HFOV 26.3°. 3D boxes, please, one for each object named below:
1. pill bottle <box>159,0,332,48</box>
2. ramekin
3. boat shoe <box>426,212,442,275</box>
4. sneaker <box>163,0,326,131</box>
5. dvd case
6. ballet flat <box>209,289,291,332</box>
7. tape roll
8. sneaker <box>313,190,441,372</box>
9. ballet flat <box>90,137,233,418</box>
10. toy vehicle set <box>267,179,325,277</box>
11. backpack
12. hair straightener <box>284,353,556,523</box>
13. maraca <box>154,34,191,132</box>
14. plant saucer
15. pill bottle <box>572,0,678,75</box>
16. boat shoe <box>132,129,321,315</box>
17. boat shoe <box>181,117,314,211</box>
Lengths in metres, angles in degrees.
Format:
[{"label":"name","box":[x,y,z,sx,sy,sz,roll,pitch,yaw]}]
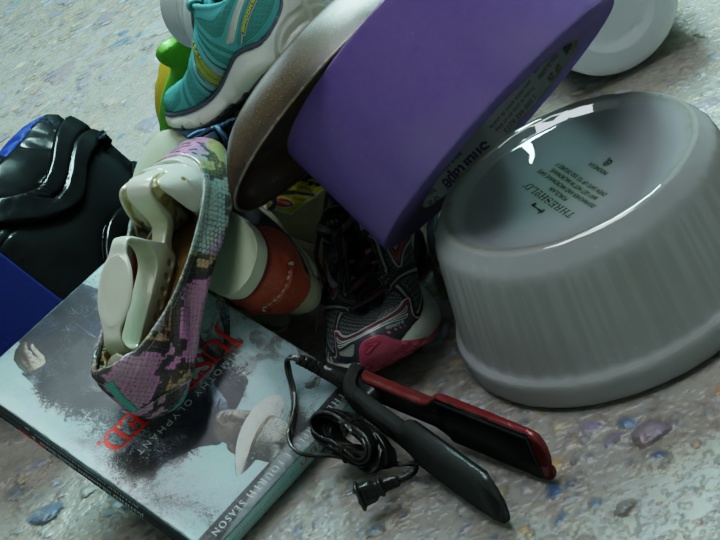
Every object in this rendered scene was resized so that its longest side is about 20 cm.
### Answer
[{"label":"pill bottle","box":[-0.060,-0.189,1.125,0.111,0.111,0.199,-42,38,-24]},{"label":"ramekin","box":[0.135,-0.021,0.887,0.201,0.095,0.203,-22,28,12]},{"label":"boat shoe","box":[0.076,-0.070,1.060,0.072,0.062,0.201,-13,32,21]},{"label":"sneaker","box":[-0.079,-0.148,1.000,0.077,0.080,0.200,-29,-1,-32]},{"label":"dvd case","box":[-0.118,0.075,0.939,0.199,0.022,0.146,31,57,24]},{"label":"ballet flat","box":[-0.084,0.037,1.044,0.072,0.072,0.201,-12,31,29]},{"label":"tape roll","box":[0.054,-0.114,0.919,0.200,0.085,0.200,-45,-6,-6]},{"label":"sneaker","box":[0.000,0.000,1.000,0.080,0.075,0.200,-24,28,9]},{"label":"ballet flat","box":[-0.122,-0.011,0.930,0.069,0.071,0.202,-9,56,29]},{"label":"toy vehicle set","box":[-0.035,-0.060,1.189,0.124,0.027,0.200,-39,29,-18]},{"label":"backpack","box":[-0.242,-0.013,1.157,0.167,0.162,0.201,-36,22,32]},{"label":"hair straightener","box":[0.013,0.091,0.847,0.077,0.041,0.199,-41,40,-22]},{"label":"maraca","box":[-0.117,-0.166,1.293,0.107,0.201,0.137,38,67,21]},{"label":"plant saucer","box":[-0.016,-0.119,0.940,0.200,0.032,0.200,-45,-8,-8]},{"label":"pill bottle","box":[0.167,-0.234,1.203,0.110,0.111,0.200,-26,27,4]},{"label":"boat shoe","box":[-0.093,-0.031,1.025,0.200,0.062,0.072,43,108,49]},{"label":"boat shoe","box":[-0.083,-0.076,1.111,0.069,0.084,0.199,-44,19,-32]}]
